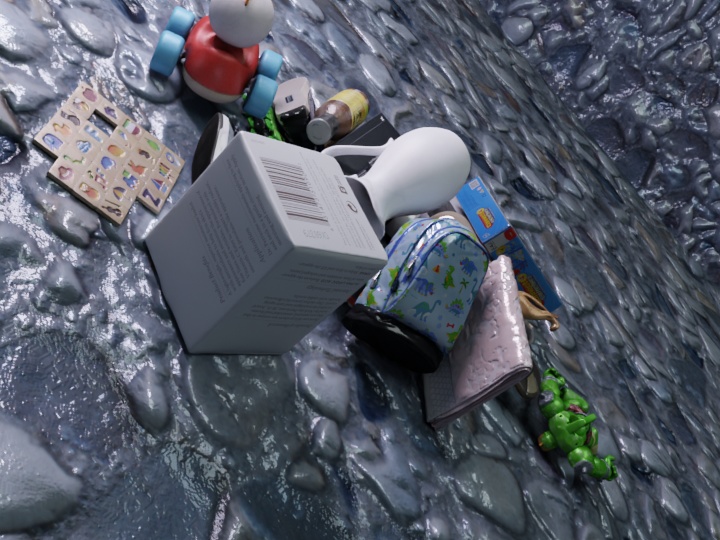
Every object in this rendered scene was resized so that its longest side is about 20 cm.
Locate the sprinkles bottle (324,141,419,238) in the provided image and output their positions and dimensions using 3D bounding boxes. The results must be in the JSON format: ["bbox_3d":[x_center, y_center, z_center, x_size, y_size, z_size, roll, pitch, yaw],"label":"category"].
[{"bbox_3d":[0.014,-0.148,1.495,0.200,0.068,0.068,48,28,-2],"label":"sprinkles bottle"}]

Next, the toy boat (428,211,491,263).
[{"bbox_3d":[0.154,0.009,1.479,0.201,0.130,0.131,66,3,28],"label":"toy boat"}]

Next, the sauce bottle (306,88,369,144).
[{"bbox_3d":[-0.038,-0.242,1.404,0.065,0.065,0.200,46,28,-6],"label":"sauce bottle"}]

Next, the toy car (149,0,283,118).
[{"bbox_3d":[-0.183,-0.365,1.298,0.184,0.200,0.177,23,35,-16],"label":"toy car"}]

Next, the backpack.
[{"bbox_3d":[0.091,0.021,1.239,0.163,0.153,0.201,37,61,-26],"label":"backpack"}]

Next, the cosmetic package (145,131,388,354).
[{"bbox_3d":[-0.112,-0.023,1.025,0.165,0.200,0.165,8,49,-50],"label":"cosmetic package"}]

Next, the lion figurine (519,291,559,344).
[{"bbox_3d":[0.216,0.086,1.383,0.200,0.072,0.123,-37,93,-23],"label":"lion figurine"}]

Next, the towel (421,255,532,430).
[{"bbox_3d":[0.155,0.101,1.249,0.032,0.191,0.201,28,40,-31],"label":"towel"}]

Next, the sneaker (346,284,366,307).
[{"bbox_3d":[0.000,0.000,1.273,0.199,0.082,0.077,27,43,-33],"label":"sneaker"}]

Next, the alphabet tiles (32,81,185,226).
[{"bbox_3d":[-0.309,-0.138,1.088,0.167,0.008,0.200,39,30,-20],"label":"alphabet tiles"}]

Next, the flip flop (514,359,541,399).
[{"bbox_3d":[0.226,0.142,1.468,0.081,0.058,0.200,1,39,-49],"label":"flip flop"}]

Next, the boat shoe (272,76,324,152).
[{"bbox_3d":[-0.104,-0.253,1.470,0.200,0.074,0.093,-96,166,-61],"label":"boat shoe"}]

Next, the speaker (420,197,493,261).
[{"bbox_3d":[0.174,-0.061,1.607,0.081,0.081,0.201,-1,56,-55],"label":"speaker"}]

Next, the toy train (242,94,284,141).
[{"bbox_3d":[-0.146,-0.217,1.380,0.056,0.042,0.201,41,24,-45],"label":"toy train"}]

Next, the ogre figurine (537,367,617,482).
[{"bbox_3d":[0.347,0.257,1.445,0.120,0.098,0.201,4,74,-61],"label":"ogre figurine"}]

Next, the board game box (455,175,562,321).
[{"bbox_3d":[0.257,-0.041,1.543,0.196,0.056,0.200,52,11,-29],"label":"board game box"}]

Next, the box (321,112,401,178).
[{"bbox_3d":[0.003,-0.141,1.390,0.141,0.079,0.200,51,51,-2],"label":"box"}]

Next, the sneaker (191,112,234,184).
[{"bbox_3d":[-0.158,-0.119,1.194,0.120,0.084,0.201,22,46,-33],"label":"sneaker"}]

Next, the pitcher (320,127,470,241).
[{"bbox_3d":[0.051,-0.151,1.314,0.200,0.121,0.172,-31,69,-27],"label":"pitcher"}]
